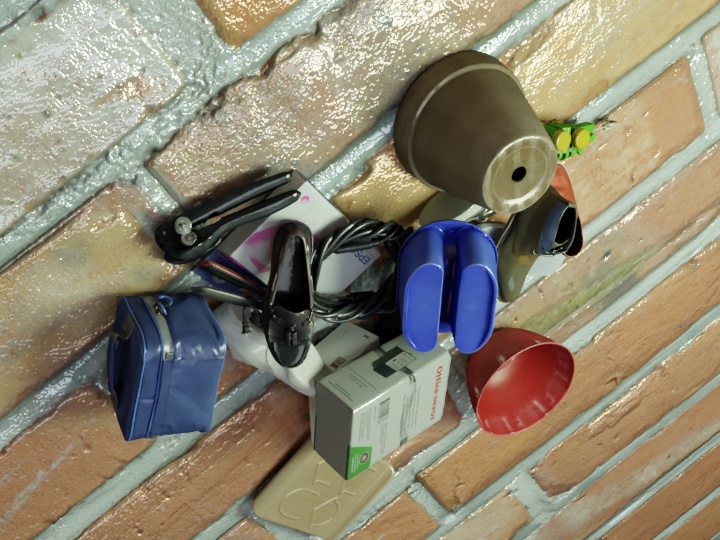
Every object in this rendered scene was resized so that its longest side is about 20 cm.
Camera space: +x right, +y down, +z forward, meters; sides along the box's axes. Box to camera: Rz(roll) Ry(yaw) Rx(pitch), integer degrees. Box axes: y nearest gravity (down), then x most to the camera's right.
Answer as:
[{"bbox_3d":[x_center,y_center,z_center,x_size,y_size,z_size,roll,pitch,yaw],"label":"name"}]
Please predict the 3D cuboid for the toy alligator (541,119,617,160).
[{"bbox_3d":[0.315,-0.193,1.465,0.199,0.059,0.055,-10,117,-36],"label":"toy alligator"}]

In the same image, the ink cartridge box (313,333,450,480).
[{"bbox_3d":[0.032,0.195,1.450,0.199,0.083,0.147,-26,136,-35],"label":"ink cartridge box"}]

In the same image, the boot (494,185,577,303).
[{"bbox_3d":[0.253,-0.031,1.432,0.074,0.097,0.201,-7,116,-35],"label":"boot"}]

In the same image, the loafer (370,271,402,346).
[{"bbox_3d":[0.067,0.069,1.517,0.072,0.073,0.201,-15,139,-35],"label":"loafer"}]

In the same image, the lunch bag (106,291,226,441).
[{"bbox_3d":[-0.268,0.123,1.295,0.132,0.136,0.201,-5,125,-29],"label":"lunch bag"}]

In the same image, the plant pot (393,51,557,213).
[{"bbox_3d":[0.169,-0.168,1.321,0.199,0.174,0.201,-16,131,-20],"label":"plant pot"}]

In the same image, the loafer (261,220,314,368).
[{"bbox_3d":[-0.094,0.036,1.289,0.071,0.063,0.201,2,100,-6],"label":"loafer"}]

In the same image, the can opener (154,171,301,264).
[{"bbox_3d":[-0.173,-0.074,1.264,0.199,0.079,0.064,-30,90,-3],"label":"can opener"}]

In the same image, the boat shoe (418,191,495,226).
[{"bbox_3d":[0.179,-0.104,1.445,0.199,0.071,0.064,-33,131,-8],"label":"boat shoe"}]

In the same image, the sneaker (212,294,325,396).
[{"bbox_3d":[-0.137,0.117,1.402,0.088,0.075,0.200,-33,114,32],"label":"sneaker"}]

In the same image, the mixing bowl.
[{"bbox_3d":[0.256,0.174,1.679,0.199,0.108,0.201,-17,131,-21],"label":"mixing bowl"}]

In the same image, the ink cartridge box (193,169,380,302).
[{"bbox_3d":[-0.097,-0.012,1.367,0.200,0.043,0.196,-45,135,4],"label":"ink cartridge box"}]

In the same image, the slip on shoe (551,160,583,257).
[{"bbox_3d":[0.315,-0.098,1.543,0.074,0.061,0.200,-30,132,-6],"label":"slip on shoe"}]

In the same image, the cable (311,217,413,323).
[{"bbox_3d":[0.000,0.000,1.374,0.199,0.051,0.164,8,121,-38],"label":"cable"}]

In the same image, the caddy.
[{"bbox_3d":[0.122,0.023,1.377,0.140,0.105,0.201,1,127,-2],"label":"caddy"}]

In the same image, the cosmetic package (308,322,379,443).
[{"bbox_3d":[-0.025,0.189,1.522,0.102,0.074,0.201,-38,139,-39],"label":"cosmetic package"}]

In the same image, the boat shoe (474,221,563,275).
[{"bbox_3d":[0.235,-0.045,1.528,0.199,0.066,0.070,11,122,-35],"label":"boat shoe"}]

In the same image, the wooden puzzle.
[{"bbox_3d":[-0.065,0.367,1.676,0.200,0.046,0.185,34,102,-38],"label":"wooden puzzle"}]

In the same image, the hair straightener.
[{"bbox_3d":[-0.149,0.056,1.335,0.200,0.041,0.077,30,66,-42],"label":"hair straightener"}]
